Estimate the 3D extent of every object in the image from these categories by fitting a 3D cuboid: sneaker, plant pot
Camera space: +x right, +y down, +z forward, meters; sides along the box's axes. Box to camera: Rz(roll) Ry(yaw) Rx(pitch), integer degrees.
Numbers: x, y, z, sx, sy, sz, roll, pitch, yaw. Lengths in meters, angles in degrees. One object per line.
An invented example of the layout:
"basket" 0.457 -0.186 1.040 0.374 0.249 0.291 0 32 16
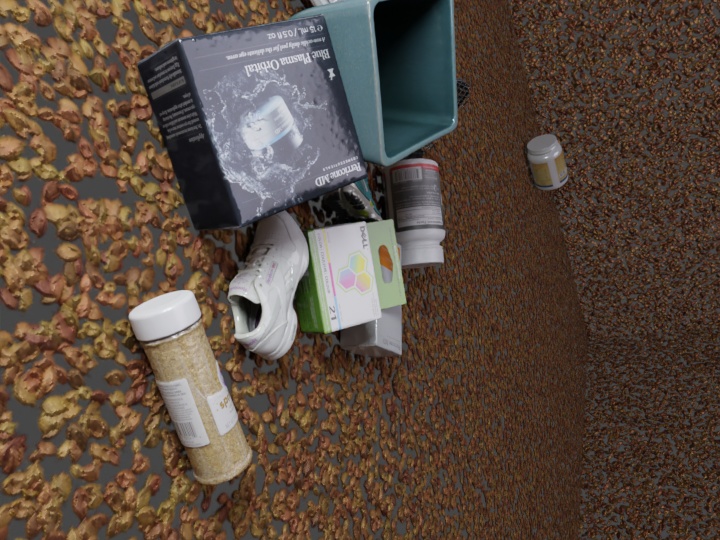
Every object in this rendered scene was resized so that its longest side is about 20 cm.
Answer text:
"sneaker" -0.003 -0.120 1.018 0.200 0.077 0.080 60 35 -71
"sneaker" -0.119 0.008 0.797 0.100 0.074 0.201 33 54 -58
"plant pot" -0.003 -0.269 0.849 0.196 0.199 0.197 -35 127 -44

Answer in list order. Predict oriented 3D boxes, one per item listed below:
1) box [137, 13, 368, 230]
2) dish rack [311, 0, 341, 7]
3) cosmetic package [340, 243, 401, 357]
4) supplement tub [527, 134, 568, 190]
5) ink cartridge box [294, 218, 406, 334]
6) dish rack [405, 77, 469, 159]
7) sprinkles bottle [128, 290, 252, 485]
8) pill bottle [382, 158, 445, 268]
"box" -0.118 -0.172 0.733 0.196 0.117 0.201 -27 108 -36
"dish rack" -0.061 -0.446 1.009 0.200 0.043 0.172 51 21 -21
"cosmetic package" 0.020 0.040 1.066 0.101 0.071 0.201 30 57 -58
"supplement tub" 0.789 -0.457 2.649 0.201 0.144 0.145 63 32 -33
"ink cartridge box" 0.000 0.000 0.940 0.199 0.076 0.149 -12 94 -33
"dish rack" 0.137 -0.309 1.272 0.055 0.200 0.153 44 23 13
"sprinkles bottle" -0.176 0.124 0.659 0.068 0.068 0.201 -44 121 -58
"pill bottle" 0.107 -0.108 1.234 0.114 0.113 0.201 6 78 -63
